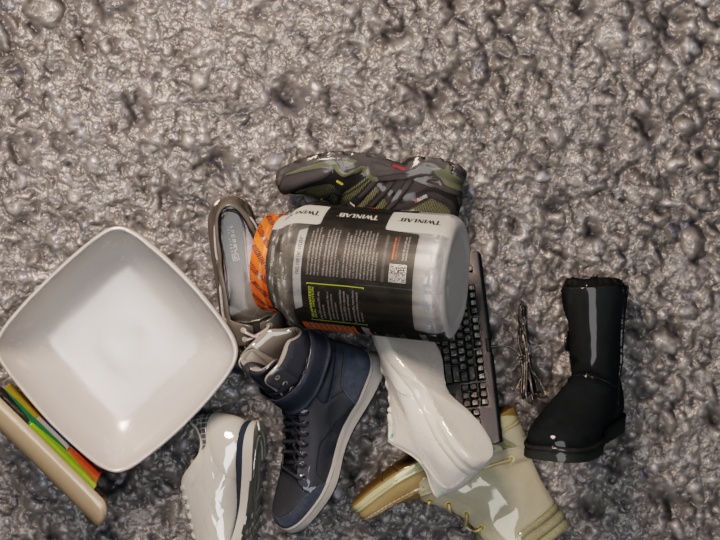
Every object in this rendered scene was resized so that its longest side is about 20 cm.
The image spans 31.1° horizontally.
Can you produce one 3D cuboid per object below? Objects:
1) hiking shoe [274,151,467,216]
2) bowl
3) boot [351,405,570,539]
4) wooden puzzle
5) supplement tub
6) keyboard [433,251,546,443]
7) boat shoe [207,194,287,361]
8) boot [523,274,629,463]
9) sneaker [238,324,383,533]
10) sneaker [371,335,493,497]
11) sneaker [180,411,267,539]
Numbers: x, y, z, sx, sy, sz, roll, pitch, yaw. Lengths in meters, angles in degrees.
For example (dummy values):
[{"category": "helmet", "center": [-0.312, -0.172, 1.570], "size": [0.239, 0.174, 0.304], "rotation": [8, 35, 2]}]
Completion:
[{"category": "hiking shoe", "center": [0.010, -0.068, 1.318], "size": [0.197, 0.076, 0.102], "rotation": [2, 91, -4]}, {"category": "bowl", "center": [-0.242, 0.077, 1.317], "size": [0.200, 0.075, 0.200], "rotation": [-43, 94, 1]}, {"category": "boot", "center": [0.105, 0.252, 1.346], "size": [0.198, 0.072, 0.156], "rotation": [-27, 91, -5]}, {"category": "wooden puzzle", "center": [-0.311, 0.166, 1.263], "size": [0.185, 0.200, 0.037], "rotation": [46, 77, -5]}, {"category": "supplement tub", "center": [0.000, 0.000, 1.256], "size": [0.197, 0.122, 0.124], "rotation": [6, 94, 17]}, {"category": "keyboard", "center": [0.123, 0.079, 1.331], "size": [0.125, 0.021, 0.203], "rotation": [-5, 76, -2]}, {"category": "boat shoe", "center": [-0.118, 0.022, 1.327], "size": [0.066, 0.057, 0.203], "rotation": [-13, 95, -2]}, {"category": "boot", "center": [0.217, 0.093, 1.292], "size": [0.076, 0.199, 0.171], "rotation": [1, 97, 29]}, {"category": "sneaker", "center": [-0.075, 0.153, 1.301], "size": [0.145, 0.077, 0.205], "rotation": [27, 84, -39]}, {"category": "sneaker", "center": [0.049, 0.132, 1.294], "size": [0.089, 0.075, 0.201], "rotation": [-49, 57, 33]}, {"category": "sneaker", "center": [-0.148, 0.248, 1.343], "size": [0.079, 0.076, 0.203], "rotation": [7, 90, 9]}]
